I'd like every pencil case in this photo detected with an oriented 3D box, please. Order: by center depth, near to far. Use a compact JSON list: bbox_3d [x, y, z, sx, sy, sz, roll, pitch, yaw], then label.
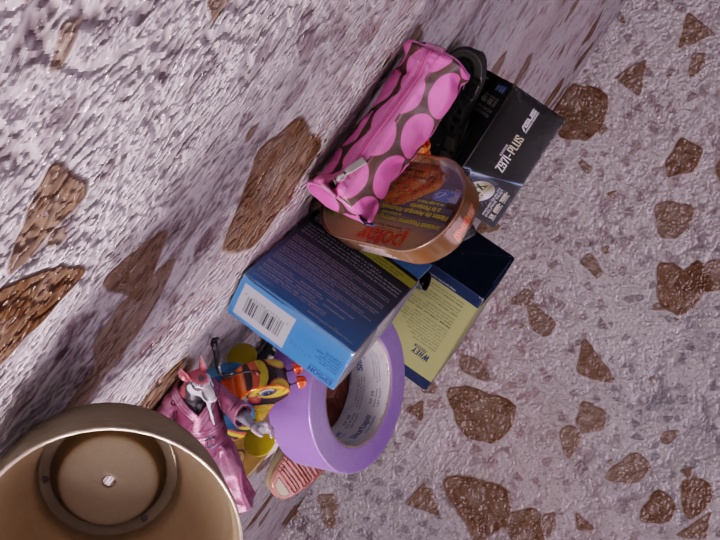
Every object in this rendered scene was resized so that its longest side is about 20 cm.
[{"bbox_3d":[0.030,-0.144,1.254,0.201,0.090,0.094,-57,156,-5],"label":"pencil case"}]

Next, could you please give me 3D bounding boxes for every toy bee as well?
[{"bbox_3d":[-0.116,0.141,1.373,0.108,0.132,0.200,-6,172,-15],"label":"toy bee"}]

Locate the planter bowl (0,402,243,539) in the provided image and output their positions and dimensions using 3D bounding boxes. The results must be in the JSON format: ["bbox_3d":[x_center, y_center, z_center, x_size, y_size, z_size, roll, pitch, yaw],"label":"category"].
[{"bbox_3d":[-0.196,0.186,0.952,0.201,0.199,0.135,-56,-161,8],"label":"planter bowl"}]

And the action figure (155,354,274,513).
[{"bbox_3d":[-0.162,0.167,1.298,0.149,0.133,0.201,-108,-164,-58],"label":"action figure"}]

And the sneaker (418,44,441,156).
[{"bbox_3d":[0.070,-0.145,1.368,0.201,0.112,0.078,-60,171,32],"label":"sneaker"}]

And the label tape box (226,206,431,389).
[{"bbox_3d":[-0.029,0.019,1.329,0.200,0.143,0.066,-45,167,-52],"label":"label tape box"}]

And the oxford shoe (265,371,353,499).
[{"bbox_3d":[-0.070,0.202,1.556,0.200,0.073,0.071,-54,134,-35],"label":"oxford shoe"}]

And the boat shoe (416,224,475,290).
[{"bbox_3d":[0.062,-0.009,1.432,0.199,0.066,0.074,-45,178,31],"label":"boat shoe"}]

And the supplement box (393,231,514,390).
[{"bbox_3d":[0.084,0.026,1.827,0.134,0.199,0.201,-44,166,-51],"label":"supplement box"}]

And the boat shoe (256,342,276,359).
[{"bbox_3d":[-0.106,0.129,1.577,0.201,0.075,0.060,-58,177,14],"label":"boat shoe"}]

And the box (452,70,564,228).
[{"bbox_3d":[0.157,-0.169,1.604,0.164,0.086,0.200,-57,-160,10],"label":"box"}]

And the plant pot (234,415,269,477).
[{"bbox_3d":[-0.177,0.239,1.534,0.199,0.028,0.201,-34,155,-18],"label":"plant pot"}]

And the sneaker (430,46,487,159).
[{"bbox_3d":[0.107,-0.189,1.550,0.201,0.075,0.079,-58,174,22],"label":"sneaker"}]

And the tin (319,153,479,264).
[{"bbox_3d":[0.039,-0.067,1.287,0.042,0.199,0.112,44,71,-40],"label":"tin"}]

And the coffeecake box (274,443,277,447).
[{"bbox_3d":[-0.112,0.189,1.724,0.154,0.073,0.200,-49,174,13],"label":"coffeecake box"}]

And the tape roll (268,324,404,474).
[{"bbox_3d":[-0.026,0.141,1.489,0.199,0.065,0.202,-12,105,-55],"label":"tape roll"}]
